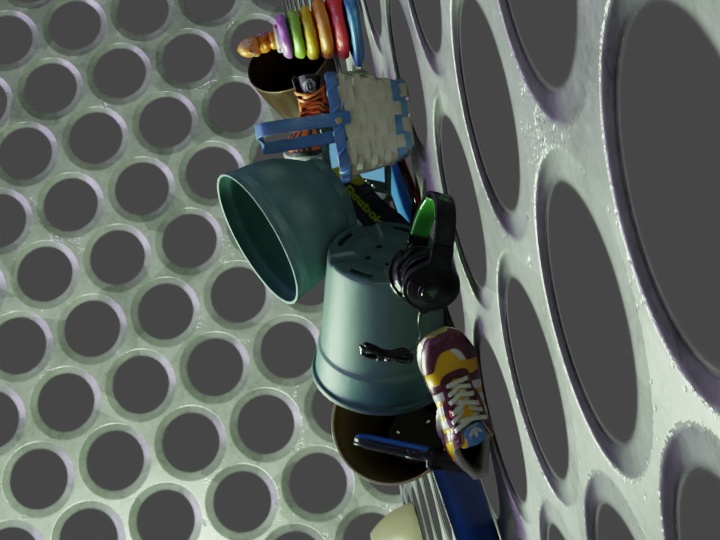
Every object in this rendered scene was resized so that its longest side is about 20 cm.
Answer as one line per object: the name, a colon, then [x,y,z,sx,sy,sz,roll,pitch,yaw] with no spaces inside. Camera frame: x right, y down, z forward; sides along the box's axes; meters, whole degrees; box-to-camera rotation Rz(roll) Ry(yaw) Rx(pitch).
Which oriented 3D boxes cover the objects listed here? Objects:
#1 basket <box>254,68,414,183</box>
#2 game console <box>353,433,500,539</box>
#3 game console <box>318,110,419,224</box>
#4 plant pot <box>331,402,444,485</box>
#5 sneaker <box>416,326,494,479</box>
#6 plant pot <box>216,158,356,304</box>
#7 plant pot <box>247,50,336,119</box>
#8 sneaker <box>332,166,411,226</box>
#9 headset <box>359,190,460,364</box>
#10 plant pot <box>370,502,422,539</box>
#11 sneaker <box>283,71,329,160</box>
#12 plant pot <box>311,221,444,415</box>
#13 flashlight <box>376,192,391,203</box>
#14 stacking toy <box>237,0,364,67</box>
basket: [-0.034,-0.182,1.448,0.176,0.198,0.140,-173,70,-87]
game console: [0.090,0.289,1.461,0.200,0.170,0.119,32,-113,-65]
game console: [0.013,-0.125,1.659,0.200,0.171,0.119,87,-164,-66]
plant pot: [0.067,0.249,1.764,0.200,0.185,0.188,50,-155,-70]
sneaker: [0.123,0.158,1.342,0.090,0.075,0.201,-121,11,-53]
plant pot: [-0.090,-0.074,1.562,0.200,0.134,0.201,49,159,26]
plant pot: [-0.118,-0.385,2.433,0.200,0.186,0.188,60,-169,-48]
sneaker: [0.017,-0.061,1.643,0.200,0.074,0.082,53,162,13]
headset: [0.058,0.008,1.287,0.123,0.093,0.202,-146,65,-78]
plant pot: [0.101,0.752,3.096,0.200,0.133,0.202,168,90,-87]
sneaker: [-0.085,-0.248,1.775,0.200,0.077,0.113,-81,-15,-63]
plant pot: [0.031,0.055,1.518,0.201,0.199,0.197,-108,15,-54]
flashlight: [0.010,-0.149,1.886,0.068,0.068,0.200,43,-178,-18]
stacking toy: [-0.098,-0.374,1.787,0.116,0.198,0.110,-106,5,-49]
